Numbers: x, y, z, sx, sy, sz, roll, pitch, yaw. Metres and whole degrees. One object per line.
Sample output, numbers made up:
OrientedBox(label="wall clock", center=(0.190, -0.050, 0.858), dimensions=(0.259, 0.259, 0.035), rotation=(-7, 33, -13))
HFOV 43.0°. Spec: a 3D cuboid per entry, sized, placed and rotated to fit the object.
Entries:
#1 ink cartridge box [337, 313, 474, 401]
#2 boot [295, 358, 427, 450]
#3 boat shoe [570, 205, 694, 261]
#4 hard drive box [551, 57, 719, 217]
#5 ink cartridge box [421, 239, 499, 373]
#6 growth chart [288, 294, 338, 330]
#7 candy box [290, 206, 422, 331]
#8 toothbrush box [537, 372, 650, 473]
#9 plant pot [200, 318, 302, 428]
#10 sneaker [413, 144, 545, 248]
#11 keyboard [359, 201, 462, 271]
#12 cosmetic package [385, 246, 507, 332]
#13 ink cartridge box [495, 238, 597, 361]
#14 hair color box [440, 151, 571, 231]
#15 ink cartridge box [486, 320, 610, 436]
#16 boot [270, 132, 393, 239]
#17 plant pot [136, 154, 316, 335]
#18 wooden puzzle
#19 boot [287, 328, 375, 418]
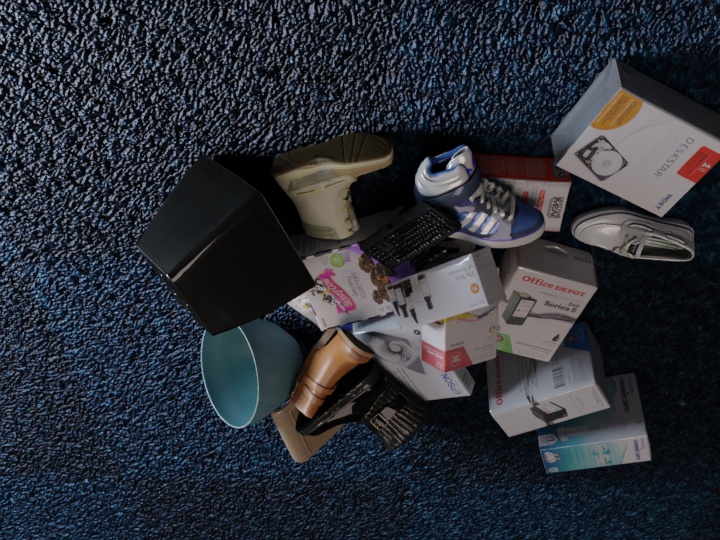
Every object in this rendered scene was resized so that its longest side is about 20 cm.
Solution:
OrientedBox(label="ink cartridge box", center=(0.074, 0.158, 1.627), dimensions=(0.198, 0.041, 0.200), rotation=(-12, 128, 35))
OrientedBox(label="boot", center=(0.001, 0.269, 1.651), dimensions=(0.210, 0.080, 0.158), rotation=(-35, 115, 21))
OrientedBox(label="boat shoe", center=(0.439, -0.054, 1.460), dimensions=(0.197, 0.067, 0.074), rotation=(2, 134, 3))
OrientedBox(label="hard drive box", center=(0.404, -0.189, 1.327), dimensions=(0.198, 0.077, 0.156), rotation=(21, 132, -16))
OrientedBox(label="ink cartridge box", center=(0.164, 0.053, 1.503), dimensions=(0.115, 0.067, 0.203), rotation=(-13, 111, -31))
OrientedBox(label="growth chart", center=(-0.069, 0.048, 1.633), dimensions=(0.199, 0.018, 0.144), rotation=(34, 126, -27))
OrientedBox(label="candy box", center=(0.000, 0.000, 1.530), dimensions=(0.197, 0.072, 0.169), rotation=(-14, 130, 11))
OrientedBox(label="toothbrush box", center=(0.438, 0.290, 1.737), dimensions=(0.197, 0.148, 0.086), rotation=(-12, 133, 14))
OrientedBox(label="plant pot", center=(-0.184, 0.172, 1.663), dimensions=(0.134, 0.201, 0.201), rotation=(-9, 146, -38))
OrientedBox(label="sneaker", center=(0.175, -0.113, 1.327), dimensions=(0.197, 0.081, 0.147), rotation=(6, 140, 8))
OrientedBox(label="keyboard", center=(0.079, -0.035, 1.376), dimensions=(0.103, 0.040, 0.200), rotation=(27, 152, -19))
OrientedBox(label="cosmetic package", center=(0.127, 0.032, 1.407), dimensions=(0.199, 0.050, 0.084), rotation=(-23, 88, 48))
OrientedBox(label="ink cartridge box", center=(0.293, 0.050, 1.559), dimensions=(0.144, 0.085, 0.201), rotation=(14, 133, -9))
OrientedBox(label="hair color box", center=(0.217, -0.122, 1.417), dimensions=(0.197, 0.062, 0.102), rotation=(5, 134, 1))
OrientedBox(label="ink cartridge box", center=(0.337, 0.197, 1.655), dimensions=(0.198, 0.146, 0.084), rotation=(-22, 130, 23))
OrientedBox(label="boot", center=(-0.023, -0.126, 1.424), dimensions=(0.197, 0.073, 0.156), rotation=(-9, 132, 20))
OrientedBox(label="plant pot", center=(-0.221, -0.025, 1.402), dimensions=(0.177, 0.200, 0.201), rotation=(-40, 130, -13))
OrientedBox(label="wooden puzzle", center=(-0.072, 0.258, 1.751), dimensions=(0.199, 0.037, 0.186), rotation=(-37, 141, -17))
OrientedBox(label="boot", center=(-0.054, 0.182, 1.567), dimensions=(0.073, 0.156, 0.200), rotation=(34, 171, -13))
